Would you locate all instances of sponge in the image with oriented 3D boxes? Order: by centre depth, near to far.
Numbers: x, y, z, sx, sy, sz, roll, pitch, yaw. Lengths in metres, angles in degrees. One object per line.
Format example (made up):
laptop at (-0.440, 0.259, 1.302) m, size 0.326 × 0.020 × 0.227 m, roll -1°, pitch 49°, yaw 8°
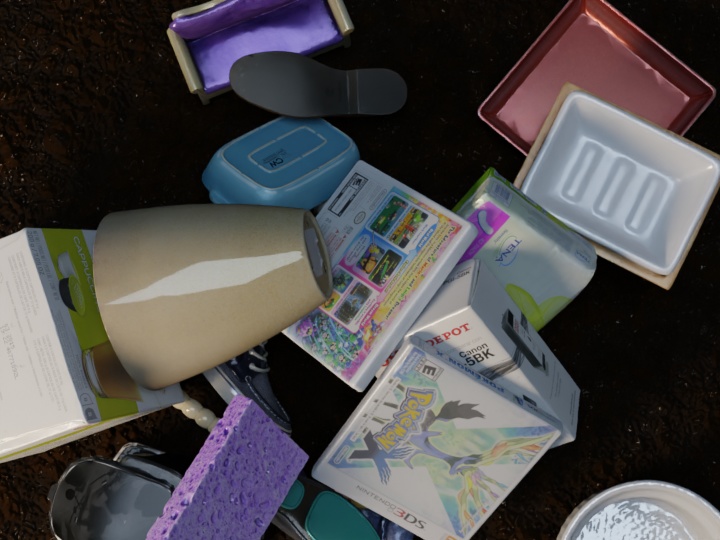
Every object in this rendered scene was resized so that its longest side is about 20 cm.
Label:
sponge at (-0.134, 0.232, 1.085) m, size 0.030 × 0.112 × 0.200 m, roll 8°, pitch 56°, yaw 41°

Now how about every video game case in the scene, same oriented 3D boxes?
video game case at (0.075, 0.184, 1.146) m, size 0.182 × 0.022 × 0.200 m, roll 30°, pitch 116°, yaw -9°
video game case at (0.000, 0.000, 1.157) m, size 0.182 × 0.024 × 0.200 m, roll 34°, pitch 86°, yaw 41°

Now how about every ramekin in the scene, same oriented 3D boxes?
ramekin at (0.300, 0.323, 1.200) m, size 0.200 × 0.098 × 0.201 m, roll 0°, pitch 83°, yaw 0°

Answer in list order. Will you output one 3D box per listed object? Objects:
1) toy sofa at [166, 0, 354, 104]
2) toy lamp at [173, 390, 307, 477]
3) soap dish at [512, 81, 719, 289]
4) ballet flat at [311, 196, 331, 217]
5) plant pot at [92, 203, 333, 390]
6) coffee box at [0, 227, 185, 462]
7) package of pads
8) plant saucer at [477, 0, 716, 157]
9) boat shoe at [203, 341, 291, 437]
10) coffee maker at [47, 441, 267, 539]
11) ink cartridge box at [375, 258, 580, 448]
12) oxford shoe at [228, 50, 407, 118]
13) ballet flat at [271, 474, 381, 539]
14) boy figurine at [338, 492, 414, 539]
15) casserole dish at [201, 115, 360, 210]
toy sofa at (-0.113, -0.271, 1.277) m, size 0.199 × 0.098 × 0.083 m, roll -22°, pitch 83°, yaw -2°
toy lamp at (-0.148, 0.184, 1.247) m, size 0.200 × 0.058 × 0.058 m, roll 37°, pitch 85°, yaw 8°
soap dish at (0.276, -0.091, 1.221) m, size 0.199 × 0.081 × 0.158 m, roll 27°, pitch 85°, yaw 4°
ballet flat at (-0.014, -0.045, 1.263) m, size 0.068 × 0.068 × 0.201 m, roll -18°, pitch 83°, yaw 0°
plant pot at (-0.136, 0.008, 1.128) m, size 0.199 × 0.187 × 0.188 m, roll -14°, pitch 83°, yaw 12°
coffee box at (-0.336, 0.082, 1.166) m, size 0.199 × 0.198 × 0.200 m, roll -21°, pitch 83°, yaw 19°
package of pads at (0.136, 0.012, 1.194) m, size 0.154 × 0.068 × 0.200 m, roll 35°, pitch 122°, yaw -10°
plant saucer at (0.269, -0.190, 1.291) m, size 0.199 × 0.037 × 0.200 m, roll 40°, pitch 87°, yaw 5°
boat shoe at (-0.126, 0.093, 1.245) m, size 0.093 × 0.075 × 0.200 m, roll -44°, pitch 84°, yaw 4°
coffee maker at (-0.204, 0.247, 1.167) m, size 0.191 × 0.200 × 0.135 m, roll -6°, pitch 84°, yaw 1°
ink cartridge box at (0.114, 0.106, 1.167) m, size 0.146 × 0.083 × 0.200 m, roll -27°, pitch 116°, yaw 30°
oxford shoe at (-0.052, -0.201, 1.269) m, size 0.199 × 0.071 × 0.072 m, roll 7°, pitch 88°, yaw -13°
ballet flat at (-0.064, 0.254, 1.190) m, size 0.200 × 0.073 × 0.073 m, roll 36°, pitch 85°, yaw -6°
boy figurine at (0.032, 0.233, 1.234) m, size 0.124 × 0.064 × 0.201 m, roll 5°, pitch 87°, yaw 4°
casserole dish at (-0.082, -0.120, 1.231) m, size 0.121 × 0.039 × 0.200 m, roll 35°, pitch 46°, yaw 22°
